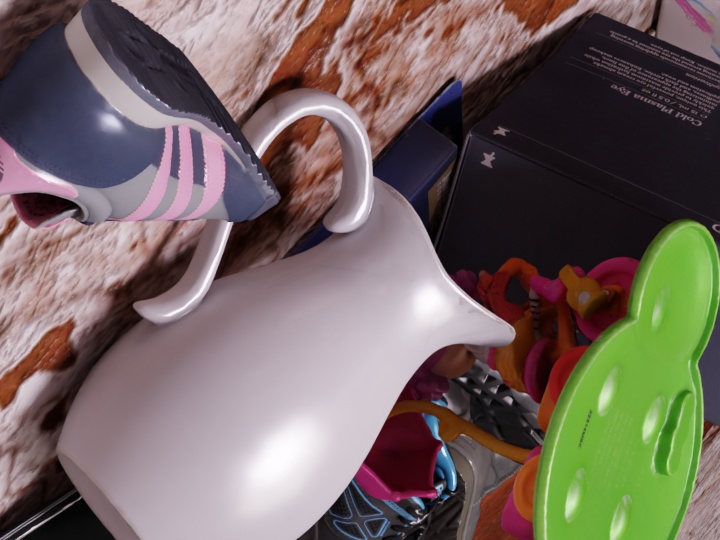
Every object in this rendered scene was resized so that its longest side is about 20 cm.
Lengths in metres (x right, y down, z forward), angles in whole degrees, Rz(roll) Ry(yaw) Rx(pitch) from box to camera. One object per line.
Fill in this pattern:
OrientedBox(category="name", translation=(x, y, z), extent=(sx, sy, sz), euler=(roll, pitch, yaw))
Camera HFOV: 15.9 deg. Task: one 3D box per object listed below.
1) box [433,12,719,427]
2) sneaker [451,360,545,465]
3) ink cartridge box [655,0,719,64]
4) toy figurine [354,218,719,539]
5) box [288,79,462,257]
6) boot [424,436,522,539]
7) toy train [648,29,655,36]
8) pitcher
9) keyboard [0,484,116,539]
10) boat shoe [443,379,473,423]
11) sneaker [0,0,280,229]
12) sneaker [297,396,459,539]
OrientedBox(category="box", translation=(0.167, -0.029, 1.379), extent=(0.182, 0.200, 0.104), euler=(-42, 153, -53))
OrientedBox(category="sneaker", translation=(0.091, 0.050, 1.499), extent=(0.200, 0.075, 0.079), euler=(49, 58, -38))
OrientedBox(category="ink cartridge box", translation=(0.266, -0.177, 1.527), extent=(0.129, 0.125, 0.200), euler=(-46, 160, -23))
OrientedBox(category="toy figurine", translation=(0.063, 0.054, 1.285), extent=(0.150, 0.184, 0.200), euler=(30, 76, -54))
OrientedBox(category="box", translation=(0.000, 0.000, 1.349), extent=(0.200, 0.032, 0.121), euler=(-49, 162, -17))
OrientedBox(category="boot", translation=(0.094, 0.131, 1.796), extent=(0.200, 0.073, 0.182), euler=(-45, 164, -45))
OrientedBox(category="toy train", translation=(0.180, -0.035, 1.595), extent=(0.085, 0.116, 0.200), euler=(-29, 150, -53))
OrientedBox(category="pitcher", translation=(-0.049, 0.031, 1.166), extent=(0.200, 0.121, 0.172), euler=(-40, 116, -14))
OrientedBox(category="keyboard", translation=(-0.116, 0.113, 1.259), extent=(0.200, 0.040, 0.104), euler=(-32, 143, -24))
OrientedBox(category="boat shoe", translation=(0.061, 0.067, 1.568), extent=(0.074, 0.065, 0.200), euler=(-60, 161, 22))
OrientedBox(category="sneaker", translation=(-0.094, -0.046, 0.992), extent=(0.082, 0.070, 0.200), euler=(-37, 161, 6))
OrientedBox(category="sneaker", translation=(0.012, 0.131, 1.459), extent=(0.073, 0.082, 0.200), euler=(-40, 140, -34))
